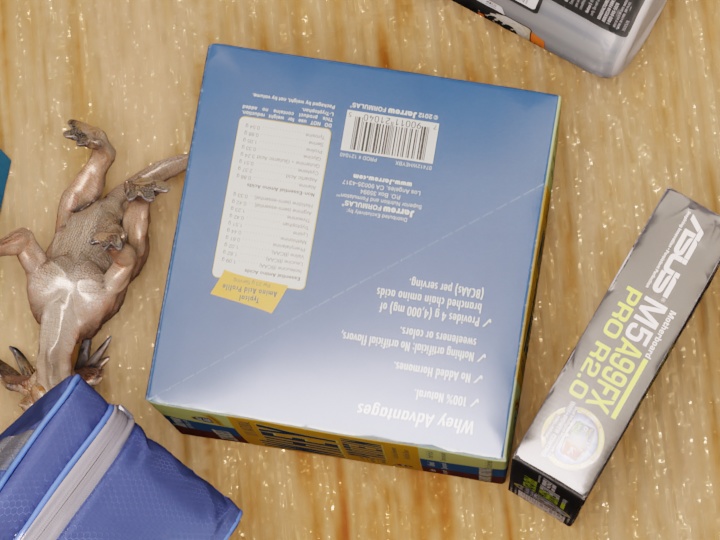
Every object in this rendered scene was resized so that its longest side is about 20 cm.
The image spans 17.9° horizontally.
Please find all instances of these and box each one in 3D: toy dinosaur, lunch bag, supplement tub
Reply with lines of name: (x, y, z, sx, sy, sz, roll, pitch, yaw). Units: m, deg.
toy dinosaur: (-0.157, 0.005, 1.310, 0.085, 0.136, 0.200, 20, 51, 17)
lunch bag: (-0.174, 0.147, 1.200, 0.132, 0.200, 0.136, 43, 54, -9)
supplement tub: (0.088, -0.206, 1.316, 0.199, 0.123, 0.123, 29, 83, 8)

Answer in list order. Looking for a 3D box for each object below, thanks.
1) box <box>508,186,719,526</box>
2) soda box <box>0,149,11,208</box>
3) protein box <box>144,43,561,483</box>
box: (0.137, 0.052, 1.227, 0.044, 0.200, 0.161, 30, 82, 8)
soda box: (-0.259, 0.019, 1.323, 0.064, 0.068, 0.201, 11, 81, 6)
protein box: (0.000, 0.000, 1.277, 0.197, 0.135, 0.201, 9, 80, 5)
